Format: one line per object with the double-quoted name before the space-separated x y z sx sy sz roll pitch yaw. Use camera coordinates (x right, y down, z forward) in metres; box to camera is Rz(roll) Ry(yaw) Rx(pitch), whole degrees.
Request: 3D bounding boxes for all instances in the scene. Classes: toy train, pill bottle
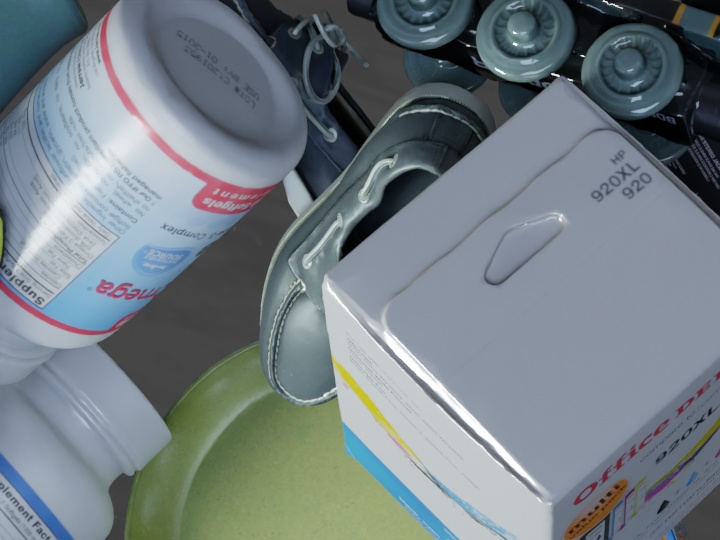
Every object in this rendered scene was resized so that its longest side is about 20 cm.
"toy train" 0.094 -0.126 1.216 0.200 0.085 0.114 20 77 21
"pill bottle" -0.194 0.121 1.316 0.200 0.112 0.112 -43 102 -12
"pill bottle" -0.125 -0.034 1.230 0.109 0.109 0.200 43 122 -9

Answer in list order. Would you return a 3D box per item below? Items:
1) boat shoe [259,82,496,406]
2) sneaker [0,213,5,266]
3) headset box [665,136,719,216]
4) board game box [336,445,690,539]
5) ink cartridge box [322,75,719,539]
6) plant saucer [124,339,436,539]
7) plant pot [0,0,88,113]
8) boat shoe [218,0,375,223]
"boat shoe" 0.000 0.000 1.251 0.073 0.062 0.200 27 126 -8
"sneaker" -0.222 0.042 1.201 0.074 0.081 0.200 29 122 32
"headset box" 0.222 -0.053 1.269 0.200 0.077 0.149 -31 103 12
"board game box" 0.089 0.152 1.308 0.151 0.037 0.200 -25 66 13
"ink cartridge box" 0.086 0.045 1.191 0.147 0.200 0.145 -41 69 -14
"plant saucer" -0.024 0.129 1.326 0.200 0.031 0.200 -7 73 23
"plant pot" -0.237 -0.124 1.230 0.188 0.200 0.200 -30 104 -1
"boat shoe" -0.028 -0.089 1.278 0.062 0.075 0.200 -26 106 14
